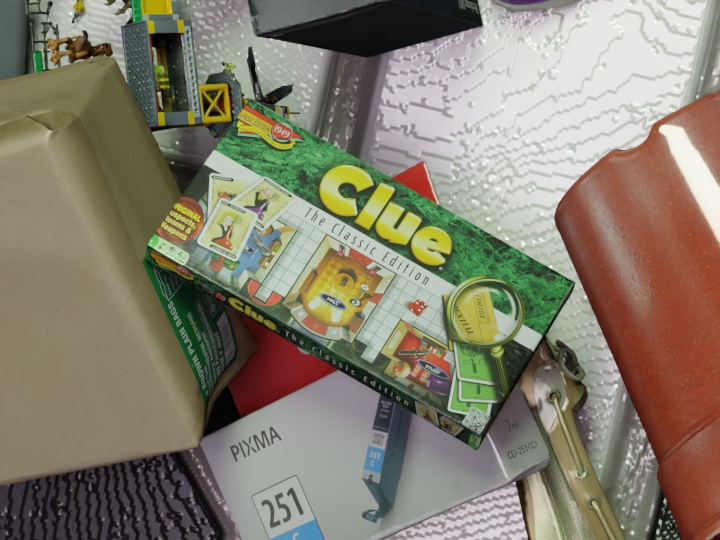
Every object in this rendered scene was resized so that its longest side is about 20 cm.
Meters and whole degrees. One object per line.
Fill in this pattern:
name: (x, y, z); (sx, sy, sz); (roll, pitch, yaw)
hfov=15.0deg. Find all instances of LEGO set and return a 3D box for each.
LEGO set: (-0.111, -0.149, 1.542); (0.153, 0.116, 0.201); (-17, 82, 45)

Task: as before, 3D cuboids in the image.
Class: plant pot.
plant pot: (0.207, 0.020, 1.399); (0.200, 0.201, 0.196); (-32, 74, 15)

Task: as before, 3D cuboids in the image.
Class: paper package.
paper package: (-0.183, 0.004, 1.478); (0.190, 0.104, 0.201); (-11, 116, 27)

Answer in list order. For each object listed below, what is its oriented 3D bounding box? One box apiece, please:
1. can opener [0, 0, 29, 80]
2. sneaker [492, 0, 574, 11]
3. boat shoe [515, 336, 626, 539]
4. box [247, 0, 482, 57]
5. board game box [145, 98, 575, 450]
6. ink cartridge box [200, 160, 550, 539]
can opener: (-0.198, -0.068, 1.589); (0.066, 0.053, 0.201); (3, 92, -16)
sneaker: (0.141, -0.213, 1.460); (0.200, 0.083, 0.081); (-33, 82, 15)
boat shoe: (0.111, 0.094, 1.484); (0.063, 0.073, 0.202); (-13, 86, 3)
box: (-0.007, -0.193, 1.443); (0.078, 0.200, 0.142); (-11, 89, 16)
board game box: (0.000, 0.000, 1.410); (0.199, 0.023, 0.105); (29, 62, 8)
ink cartridge box: (-0.011, 0.060, 1.492); (0.200, 0.045, 0.177); (-28, 82, 40)
